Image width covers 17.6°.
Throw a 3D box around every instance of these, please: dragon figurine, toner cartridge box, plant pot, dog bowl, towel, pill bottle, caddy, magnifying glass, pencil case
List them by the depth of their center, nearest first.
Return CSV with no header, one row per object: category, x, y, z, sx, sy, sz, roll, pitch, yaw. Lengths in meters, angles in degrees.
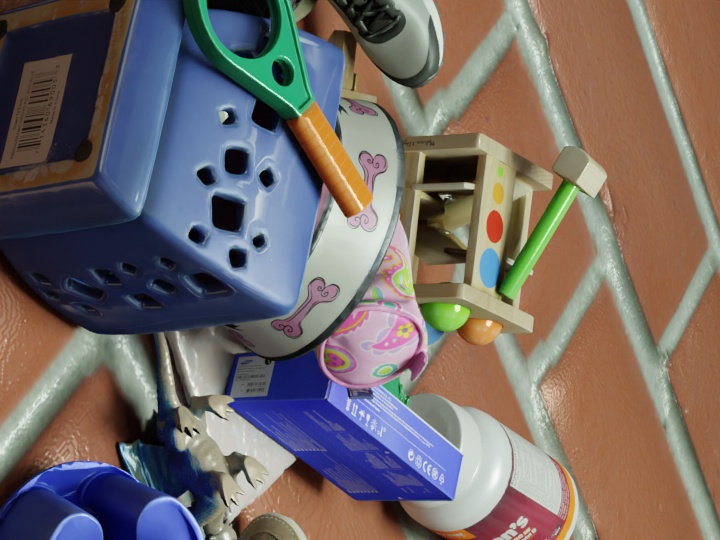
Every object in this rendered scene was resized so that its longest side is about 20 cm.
magnifying glass,-0.051,-0.121,1.511,0.200,0.022,0.080,57,49,-19
plant pot,-0.151,-0.081,1.550,0.180,0.200,0.200,30,64,-45
caddy,-0.181,0.231,1.577,0.141,0.105,0.200,-7,96,-32
dog bowl,-0.058,-0.041,1.649,0.074,0.200,0.200,24,68,-32
dragon figurine,-0.133,0.132,1.684,0.059,0.099,0.200,-39,102,-47
pencil case,0.000,0.000,1.702,0.087,0.087,0.200,58,14,-38
toner cartridge box,-0.010,0.121,1.781,0.200,0.095,0.043,42,54,-48
towel,-0.082,0.066,1.787,0.200,0.032,0.191,-41,121,-49
pill bottle,0.097,0.180,1.980,0.200,0.110,0.110,35,61,-50

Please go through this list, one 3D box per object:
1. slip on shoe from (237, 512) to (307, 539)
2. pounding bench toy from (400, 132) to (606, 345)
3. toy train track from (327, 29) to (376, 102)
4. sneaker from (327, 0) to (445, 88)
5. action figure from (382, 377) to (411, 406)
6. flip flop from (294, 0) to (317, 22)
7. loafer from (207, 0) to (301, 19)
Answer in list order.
slip on shoe,-0.091,0.275,1.737,0.061,0.076,0.200,39,65,-56
pounding bench toy,0.100,-0.020,1.908,0.124,0.200,0.156,25,68,-53
toy train track,-0.031,-0.094,1.871,0.115,0.033,0.200,6,90,-63
sneaker,-0.006,-0.227,1.818,0.200,0.074,0.079,58,32,-9
action figure,-0.019,0.058,1.801,0.200,0.055,0.118,47,41,-39
flip flop,-0.076,-0.199,1.776,0.200,0.058,0.081,-39,124,-51
loafer,-0.074,-0.200,1.614,0.063,0.200,0.072,-32,90,-21
